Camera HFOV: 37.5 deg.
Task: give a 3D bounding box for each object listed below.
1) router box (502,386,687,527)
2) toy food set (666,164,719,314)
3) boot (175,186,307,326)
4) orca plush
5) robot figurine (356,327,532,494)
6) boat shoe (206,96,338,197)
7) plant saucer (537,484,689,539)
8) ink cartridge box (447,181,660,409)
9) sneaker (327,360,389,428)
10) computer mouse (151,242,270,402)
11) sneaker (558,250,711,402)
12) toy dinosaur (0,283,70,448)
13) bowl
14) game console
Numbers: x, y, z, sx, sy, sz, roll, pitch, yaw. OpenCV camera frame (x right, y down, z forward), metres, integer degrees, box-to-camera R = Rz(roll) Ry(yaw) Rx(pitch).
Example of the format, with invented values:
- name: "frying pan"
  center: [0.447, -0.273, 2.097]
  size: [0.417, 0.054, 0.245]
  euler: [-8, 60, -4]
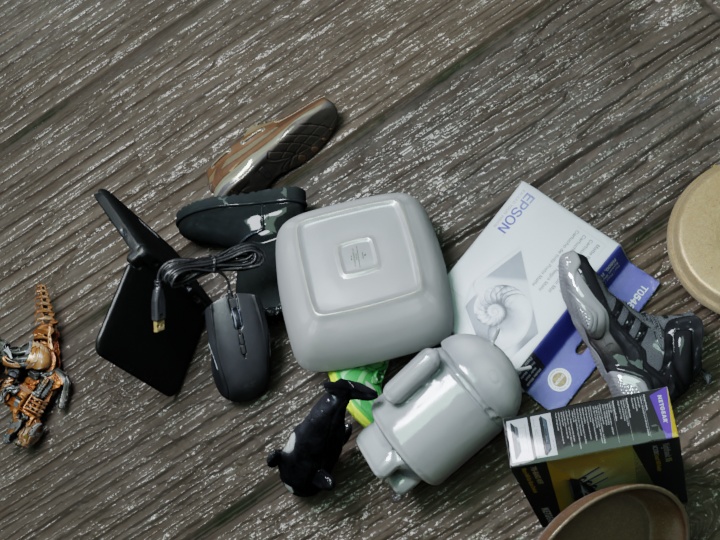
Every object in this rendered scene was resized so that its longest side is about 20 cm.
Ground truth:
- name: "router box"
  center: [0.236, 0.189, 1.047]
  size: [0.155, 0.200, 0.053]
  euler: [-14, 58, 13]
- name: "toy food set"
  center: [0.437, -0.035, 1.156]
  size: [0.198, 0.049, 0.200]
  euler: [22, 77, 25]
- name: "boot"
  center: [-0.143, -0.010, 1.329]
  size: [0.196, 0.073, 0.165]
  euler: [-9, 74, 19]
- name: "orca plush"
  center: [-0.032, 0.200, 1.151]
  size: [0.201, 0.104, 0.071]
  euler: [-53, 55, 34]
- name: "robot figurine"
  center: [0.091, 0.147, 1.135]
  size: [0.200, 0.170, 0.113]
  euler: [-40, 44, 3]
- name: "boat shoe"
  center: [-0.120, -0.164, 1.379]
  size: [0.199, 0.076, 0.072]
  euler: [-37, 60, 0]
- name: "plant saucer"
  center: [0.228, 0.285, 1.023]
  size: [0.200, 0.201, 0.037]
  euler: [-43, 35, -2]
- name: "ink cartridge box"
  center: [0.203, 0.028, 1.212]
  size: [0.199, 0.041, 0.200]
  euler: [37, 84, 27]
- name: "sneaker"
  center: [0.003, 0.098, 1.232]
  size: [0.083, 0.074, 0.202]
  euler: [-25, 63, 11]
- name: "computer mouse"
  center: [-0.169, 0.074, 1.229]
  size: [0.139, 0.203, 0.046]
  euler: [-8, 22, -18]
- name: "sneaker"
  center: [0.296, 0.055, 1.138]
  size: [0.113, 0.075, 0.202]
  euler: [-27, 86, -2]
- name: "toy dinosaur"
  center: [-0.435, 0.124, 1.373]
  size: [0.134, 0.103, 0.202]
  euler: [6, 52, 4]
- name: "bowl"
  center: [0.000, 0.000, 1.212]
  size: [0.197, 0.075, 0.202]
  euler: [-12, 60, -1]
- name: "game console"
  center: [-0.268, 0.029, 1.277]
  size: [0.116, 0.200, 0.176]
  euler: [-40, 63, -1]
